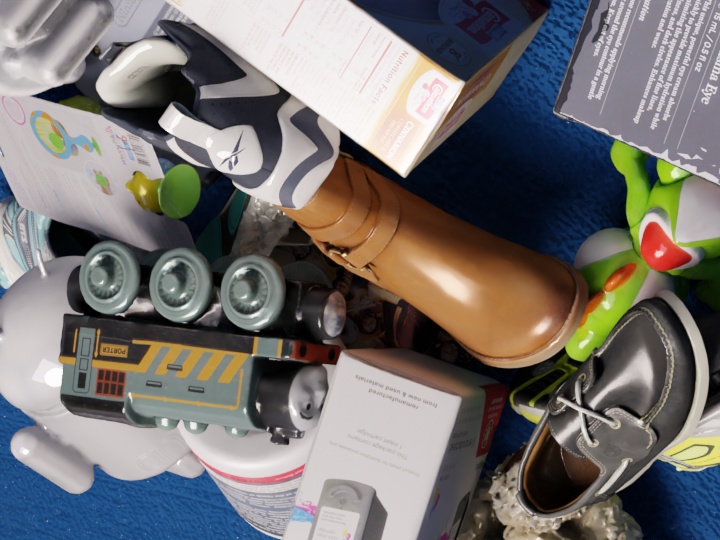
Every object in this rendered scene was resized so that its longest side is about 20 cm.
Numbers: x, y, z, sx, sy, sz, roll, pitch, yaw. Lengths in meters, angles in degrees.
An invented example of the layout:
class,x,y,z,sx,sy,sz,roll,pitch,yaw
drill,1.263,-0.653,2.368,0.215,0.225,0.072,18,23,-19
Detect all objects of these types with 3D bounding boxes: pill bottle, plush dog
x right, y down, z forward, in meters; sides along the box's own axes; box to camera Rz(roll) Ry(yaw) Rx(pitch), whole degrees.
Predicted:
class,x,y,z,sx,sy,sz,roll,pitch,yaw
pill bottle,-0.045,0.113,1.638,0.119,0.120,0.200,20,160,21
plush dog,0.108,0.223,1.589,0.160,0.172,0.200,40,158,-2

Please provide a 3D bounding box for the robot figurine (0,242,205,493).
class,x,y,z,sx,sy,sz,roll,pitch,yaw
robot figurine,-0.172,0.065,1.656,0.113,0.170,0.200,7,155,45

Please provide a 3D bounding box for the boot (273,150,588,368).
class,x,y,z,sx,sy,sz,roll,pitch,yaw
boot,0.028,-0.015,1.439,0.155,0.074,0.200,34,170,-37

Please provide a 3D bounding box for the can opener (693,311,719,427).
class,x,y,z,sx,sy,sz,roll,pitch,yaw
can opener,0.258,0.037,1.408,0.200,0.053,0.067,-26,100,23

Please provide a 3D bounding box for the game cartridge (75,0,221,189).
class,x,y,z,sx,sy,sz,roll,pitch,yaw
game cartridge,-0.105,-0.152,1.574,0.133,0.042,0.200,45,137,3

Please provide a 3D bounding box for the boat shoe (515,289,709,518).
class,x,y,z,sx,sy,sz,roll,pitch,yaw
boat shoe,0.145,0.084,1.423,0.072,0.067,0.200,58,150,21

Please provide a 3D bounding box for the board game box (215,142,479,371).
class,x,y,z,sx,sy,sz,roll,pitch,yaw
board game box,0.000,0.000,1.618,0.200,0.035,0.136,38,137,5

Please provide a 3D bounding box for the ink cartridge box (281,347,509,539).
class,x,y,z,sx,sy,sz,roll,pitch,yaw
ink cartridge box,0.012,0.153,1.516,0.085,0.148,0.201,18,95,14

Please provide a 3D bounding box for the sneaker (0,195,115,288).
class,x,y,z,sx,sy,sz,roll,pitch,yaw
sneaker,-0.186,0.025,1.742,0.086,0.078,0.200,-30,103,42

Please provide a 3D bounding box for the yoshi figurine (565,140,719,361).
class,x,y,z,sx,sy,sz,roll,pitch,yaw
yoshi figurine,0.189,-0.026,1.442,0.112,0.113,0.200,18,131,-35

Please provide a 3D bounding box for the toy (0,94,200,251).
class,x,y,z,sx,sy,sz,roll,pitch,yaw
toy,-0.174,-0.076,1.623,0.200,0.047,0.115,21,142,45

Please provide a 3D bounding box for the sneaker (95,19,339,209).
class,x,y,z,sx,sy,sz,roll,pitch,yaw
sneaker,-0.097,-0.123,1.417,0.129,0.200,0.080,21,125,-31

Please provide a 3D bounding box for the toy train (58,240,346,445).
class,x,y,z,sx,sy,sz,roll,pitch,yaw
toy train,-0.099,0.044,1.516,0.199,0.085,0.114,6,89,29

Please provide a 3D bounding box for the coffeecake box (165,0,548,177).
class,x,y,z,sx,sy,sz,roll,pitch,yaw
coffeecake box,-0.011,-0.160,1.406,0.200,0.154,0.073,37,120,5

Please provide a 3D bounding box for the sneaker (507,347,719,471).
class,x,y,z,sx,sy,sz,roll,pitch,yaw
sneaker,0.180,0.093,1.537,0.199,0.075,0.077,6,133,38

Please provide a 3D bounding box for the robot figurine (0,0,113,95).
class,x,y,z,sx,sy,sz,roll,pitch,yaw
robot figurine,-0.242,-0.180,1.561,0.200,0.113,0.170,26,160,46

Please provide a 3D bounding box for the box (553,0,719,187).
class,x,y,z,sx,sy,sz,roll,pitch,yaw
box,0.224,-0.143,1.263,0.182,0.104,0.201,27,119,17

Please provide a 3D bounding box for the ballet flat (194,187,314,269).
class,x,y,z,sx,sy,sz,roll,pitch,yaw
ballet flat,-0.064,-0.019,1.581,0.072,0.072,0.200,37,138,5
